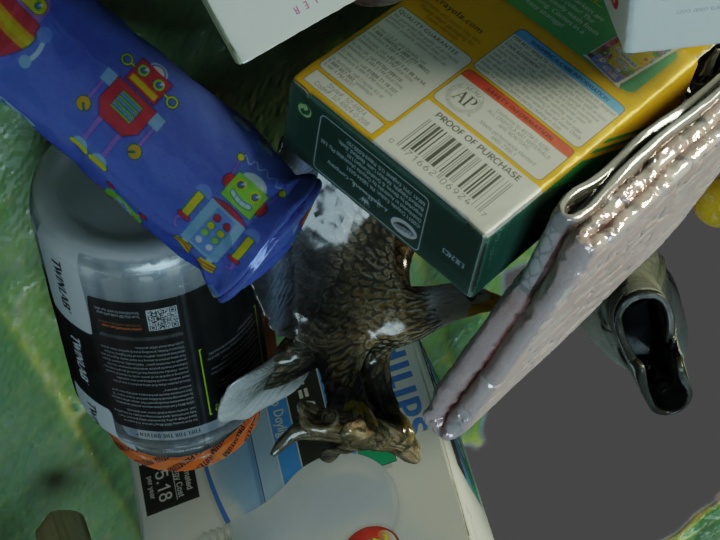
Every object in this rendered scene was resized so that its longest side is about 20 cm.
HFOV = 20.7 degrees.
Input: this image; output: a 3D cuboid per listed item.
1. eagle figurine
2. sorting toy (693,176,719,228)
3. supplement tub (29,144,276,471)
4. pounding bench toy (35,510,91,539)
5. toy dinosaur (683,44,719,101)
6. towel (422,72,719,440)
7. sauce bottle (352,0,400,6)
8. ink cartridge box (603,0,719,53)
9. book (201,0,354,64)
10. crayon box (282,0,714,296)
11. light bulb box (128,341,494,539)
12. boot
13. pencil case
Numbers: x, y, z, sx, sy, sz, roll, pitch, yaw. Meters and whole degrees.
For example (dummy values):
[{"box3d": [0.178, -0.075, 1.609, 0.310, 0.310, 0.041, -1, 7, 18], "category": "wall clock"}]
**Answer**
[{"box3d": [0.007, 0.000, 1.064, 0.149, 0.202, 0.152, 4, 167, -24], "category": "eagle figurine"}, {"box3d": [0.292, -0.010, 1.153, 0.106, 0.181, 0.201, 10, 133, -27], "category": "sorting toy"}, {"box3d": [-0.110, 0.016, 1.101, 0.121, 0.123, 0.201, -10, 138, -6], "category": "supplement tub"}, {"box3d": [-0.273, 0.232, 1.291, 0.198, 0.125, 0.157, -3, 138, -14], "category": "pounding bench toy"}, {"box3d": [0.181, -0.140, 1.064, 0.199, 0.103, 0.136, -17, 127, 30], "category": "toy dinosaur"}, {"box3d": [0.125, -0.018, 0.996, 0.200, 0.032, 0.191, -38, 167, -36], "category": "towel"}, {"box3d": [0.007, -0.153, 0.901, 0.064, 0.200, 0.065, 0, 99, 1], "category": "sauce bottle"}, {"box3d": [0.147, -0.221, 0.897, 0.082, 0.147, 0.201, -8, 139, -6], "category": "ink cartridge box"}, {"box3d": [-0.039, -0.201, 0.768, 0.133, 0.048, 0.201, -30, 100, -2], "category": "book"}, {"box3d": [0.075, -0.091, 0.971, 0.200, 0.126, 0.052, -38, 157, -30], "category": "crayon box"}, {"box3d": [-0.025, 0.162, 1.234, 0.198, 0.199, 0.125, -21, 141, 5], "category": "light bulb box"}, {"box3d": [0.170, 0.040, 1.208, 0.067, 0.131, 0.200, -22, 139, 8], "category": "boot"}, {"box3d": [-0.112, -0.074, 0.959, 0.078, 0.200, 0.087, -49, -177, -11], "category": "pencil case"}]
